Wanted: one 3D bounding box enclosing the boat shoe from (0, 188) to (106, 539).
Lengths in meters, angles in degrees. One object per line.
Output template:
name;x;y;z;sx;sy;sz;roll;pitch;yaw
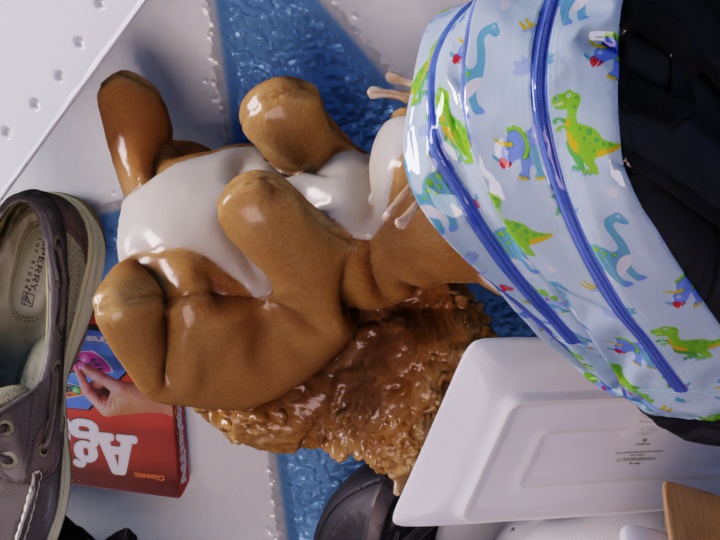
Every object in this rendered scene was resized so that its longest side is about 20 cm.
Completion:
boat shoe;-0.168;0.059;1.286;0.072;0.066;0.201;11;86;20

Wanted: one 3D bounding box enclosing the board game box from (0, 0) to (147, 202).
board game box;-0.187;-0.148;1.217;0.200;0.026;0.200;44;124;6

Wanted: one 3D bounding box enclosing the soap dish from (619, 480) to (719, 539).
soap dish;0.160;0.206;1.201;0.081;0.158;0.200;-8;143;4

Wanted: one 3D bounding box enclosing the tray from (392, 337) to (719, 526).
tray;0.118;0.073;1.227;0.200;0.022;0.108;-1;130;-29

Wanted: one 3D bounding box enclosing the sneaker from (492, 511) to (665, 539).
sneaker;0.075;0.167;1.316;0.200;0.087;0.075;-31;150;7

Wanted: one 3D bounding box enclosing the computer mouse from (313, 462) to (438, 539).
computer mouse;-0.016;0.175;1.336;0.046;0.140;0.200;22;128;24

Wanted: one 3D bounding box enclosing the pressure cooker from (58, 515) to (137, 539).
pressure cooker;-0.167;0.217;1.380;0.200;0.176;0.179;48;154;-14

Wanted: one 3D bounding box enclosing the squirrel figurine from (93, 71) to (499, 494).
squirrel figurine;0.000;0.000;1.231;0.186;0.142;0.200;-15;131;12

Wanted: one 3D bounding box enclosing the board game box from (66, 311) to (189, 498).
board game box;-0.183;0.054;1.375;0.199;0.019;0.103;6;123;13

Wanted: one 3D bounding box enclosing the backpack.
backpack;0.106;-0.040;1.104;0.153;0.164;0.200;5;159;20
